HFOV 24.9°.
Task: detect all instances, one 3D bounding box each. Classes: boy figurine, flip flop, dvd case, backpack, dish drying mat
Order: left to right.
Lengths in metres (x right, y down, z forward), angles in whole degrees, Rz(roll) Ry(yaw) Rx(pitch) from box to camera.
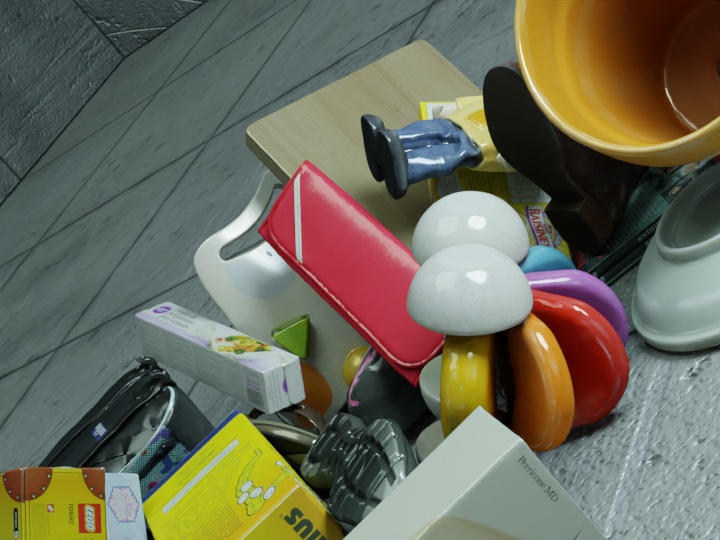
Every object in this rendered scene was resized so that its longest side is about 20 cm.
[{"bbox_3d":[-0.204,0.195,1.385,0.200,0.151,0.177,-42,18,-9],"label":"backpack"},{"bbox_3d":[-0.059,0.137,1.346,0.058,0.081,0.200,-48,14,-14],"label":"flip flop"},{"bbox_3d":[0.000,0.000,1.272,0.200,0.018,0.077,43,103,30],"label":"dish drying mat"},{"bbox_3d":[0.106,-0.111,1.287,0.198,0.065,0.124,-17,29,-12],"label":"boy figurine"},{"bbox_3d":[0.240,-0.072,1.291,0.199,0.022,0.146,-39,19,8],"label":"dvd case"}]

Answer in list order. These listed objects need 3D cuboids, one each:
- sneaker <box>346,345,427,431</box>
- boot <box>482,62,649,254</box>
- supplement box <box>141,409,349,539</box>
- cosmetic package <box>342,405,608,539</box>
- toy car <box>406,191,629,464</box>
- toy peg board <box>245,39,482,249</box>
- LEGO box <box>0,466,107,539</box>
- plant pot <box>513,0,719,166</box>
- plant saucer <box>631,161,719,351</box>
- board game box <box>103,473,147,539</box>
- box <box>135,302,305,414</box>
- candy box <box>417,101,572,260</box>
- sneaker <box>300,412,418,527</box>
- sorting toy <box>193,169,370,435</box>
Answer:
[{"bbox_3d":[0.055,0.047,1.317,0.200,0.081,0.086,-41,7,-14],"label":"sneaker"},{"bbox_3d":[0.186,-0.144,1.248,0.064,0.187,0.201,11,54,43],"label":"boot"},{"bbox_3d":[-0.074,0.198,1.183,0.109,0.109,0.200,-43,19,-5],"label":"supplement box"},{"bbox_3d":[0.042,0.192,0.973,0.200,0.104,0.073,-44,20,-3],"label":"cosmetic package"},{"bbox_3d":[0.110,0.049,1.113,0.148,0.177,0.200,-2,26,5],"label":"toy car"},{"bbox_3d":[0.036,-0.069,1.396,0.198,0.200,0.098,-30,-31,-26],"label":"toy peg board"},{"bbox_3d":[-0.255,0.250,1.179,0.148,0.077,0.202,-14,74,41],"label":"LEGO box"},{"bbox_3d":[0.236,-0.164,1.147,0.199,0.202,0.183,-32,-23,25],"label":"plant pot"},{"bbox_3d":[0.259,-0.032,1.119,0.199,0.050,0.201,-36,19,15],"label":"plant saucer"},{"bbox_3d":[-0.229,0.279,1.232,0.199,0.041,0.202,-28,65,37],"label":"board game box"},{"bbox_3d":[-0.121,0.071,1.373,0.038,0.042,0.199,-21,24,-34],"label":"box"},{"bbox_3d":[0.106,-0.063,1.312,0.027,0.101,0.201,99,169,-47],"label":"candy box"},{"bbox_3d":[0.018,0.146,1.127,0.076,0.079,0.200,-54,12,-3],"label":"sneaker"},{"bbox_3d":[-0.043,0.007,1.407,0.200,0.180,0.107,-51,1,-26],"label":"sorting toy"}]
